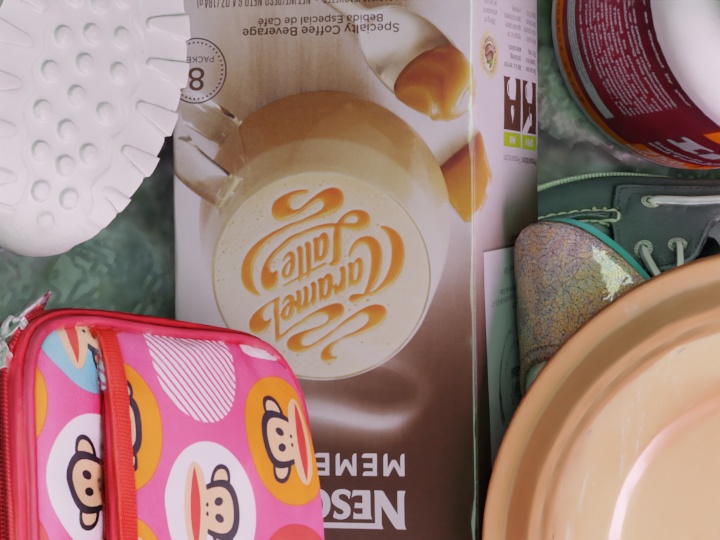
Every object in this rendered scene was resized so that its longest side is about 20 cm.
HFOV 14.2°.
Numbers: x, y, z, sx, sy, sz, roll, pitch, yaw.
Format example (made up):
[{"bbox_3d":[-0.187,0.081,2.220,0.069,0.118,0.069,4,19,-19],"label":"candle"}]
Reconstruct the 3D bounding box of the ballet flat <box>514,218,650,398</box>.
[{"bbox_3d":[0.100,0.075,0.995,0.067,0.068,0.200,-49,117,-34],"label":"ballet flat"}]

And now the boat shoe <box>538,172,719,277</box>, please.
[{"bbox_3d":[0.121,-0.003,1.063,0.200,0.062,0.073,-6,91,-11],"label":"boat shoe"}]

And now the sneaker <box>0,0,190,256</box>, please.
[{"bbox_3d":[-0.110,-0.098,0.994,0.076,0.080,0.200,17,70,-37],"label":"sneaker"}]

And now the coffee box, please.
[{"bbox_3d":[0.000,0.000,1.012,0.114,0.080,0.200,-1,90,18],"label":"coffee box"}]

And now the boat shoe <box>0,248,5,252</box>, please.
[{"bbox_3d":[-0.183,-0.037,0.993,0.202,0.086,0.075,-3,91,-11],"label":"boat shoe"}]

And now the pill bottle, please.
[{"bbox_3d":[0.143,-0.094,0.997,0.113,0.200,0.113,0,90,-10],"label":"pill bottle"}]

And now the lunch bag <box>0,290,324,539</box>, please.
[{"bbox_3d":[-0.086,0.112,0.893,0.176,0.082,0.200,12,71,-54],"label":"lunch bag"}]

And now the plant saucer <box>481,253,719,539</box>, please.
[{"bbox_3d":[0.138,0.092,0.936,0.200,0.032,0.200,0,91,8],"label":"plant saucer"}]
